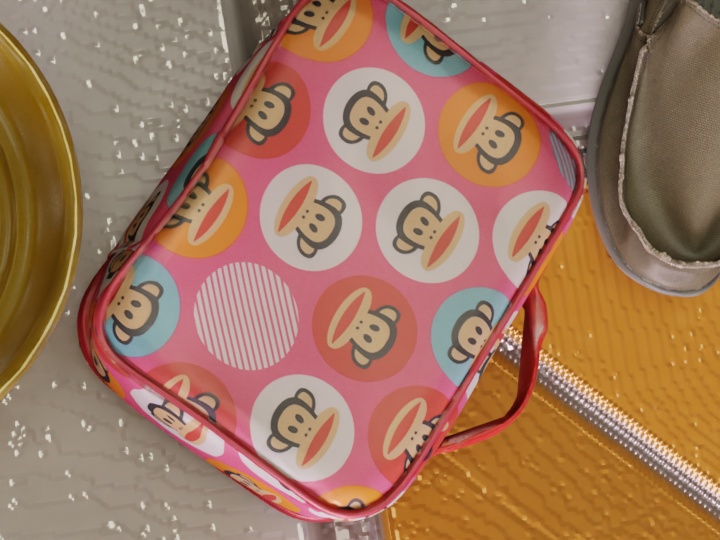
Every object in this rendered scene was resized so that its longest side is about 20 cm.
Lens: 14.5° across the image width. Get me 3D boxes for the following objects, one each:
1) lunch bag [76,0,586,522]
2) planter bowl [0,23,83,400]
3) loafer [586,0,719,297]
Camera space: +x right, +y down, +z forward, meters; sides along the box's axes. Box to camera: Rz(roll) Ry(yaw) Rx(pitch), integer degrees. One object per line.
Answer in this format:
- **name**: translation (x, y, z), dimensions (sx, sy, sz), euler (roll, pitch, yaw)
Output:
- **lunch bag**: translation (0.000, 0.000, 1.168), dimensions (0.176, 0.082, 0.200), euler (36, 77, -7)
- **planter bowl**: translation (-0.214, -0.020, 1.122), dimensions (0.200, 0.083, 0.201), euler (1, 84, -13)
- **loafer**: translation (0.146, -0.089, 1.216), dimensions (0.075, 0.070, 0.201), euler (9, 82, -12)
